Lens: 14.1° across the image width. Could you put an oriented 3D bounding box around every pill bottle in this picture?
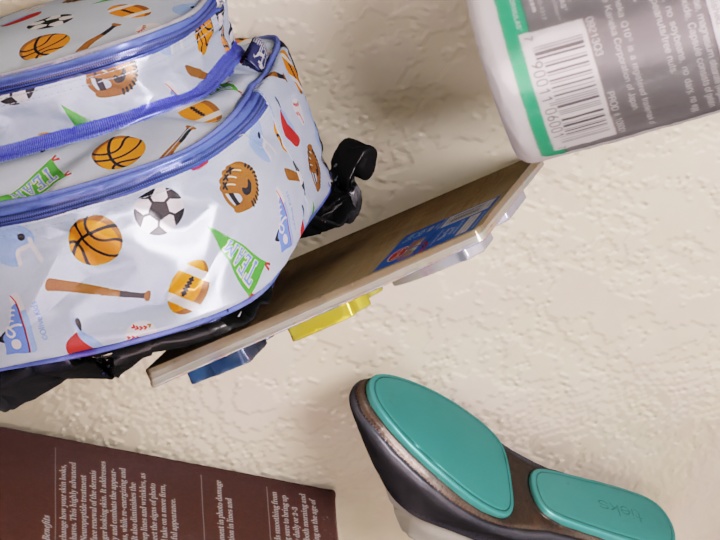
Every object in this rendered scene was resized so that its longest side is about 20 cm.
[{"bbox_3d":[0.146,-0.122,1.197,0.199,0.113,0.113,-15,130,7],"label":"pill bottle"}]

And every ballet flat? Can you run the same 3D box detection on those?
[{"bbox_3d":[0.063,0.117,1.423,0.199,0.073,0.073,26,123,-27],"label":"ballet flat"}]

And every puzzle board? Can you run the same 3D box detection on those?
[{"bbox_3d":[0.000,0.000,1.245,0.150,0.200,0.017,-23,96,14],"label":"puzzle board"}]

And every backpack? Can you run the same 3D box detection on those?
[{"bbox_3d":[-0.107,-0.034,1.198,0.199,0.191,0.155,-19,113,10],"label":"backpack"}]

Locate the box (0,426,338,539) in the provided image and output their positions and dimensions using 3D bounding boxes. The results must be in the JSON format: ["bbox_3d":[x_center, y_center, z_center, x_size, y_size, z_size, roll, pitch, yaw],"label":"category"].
[{"bbox_3d":[-0.112,0.146,1.408,0.199,0.100,0.075,14,128,-16],"label":"box"}]
